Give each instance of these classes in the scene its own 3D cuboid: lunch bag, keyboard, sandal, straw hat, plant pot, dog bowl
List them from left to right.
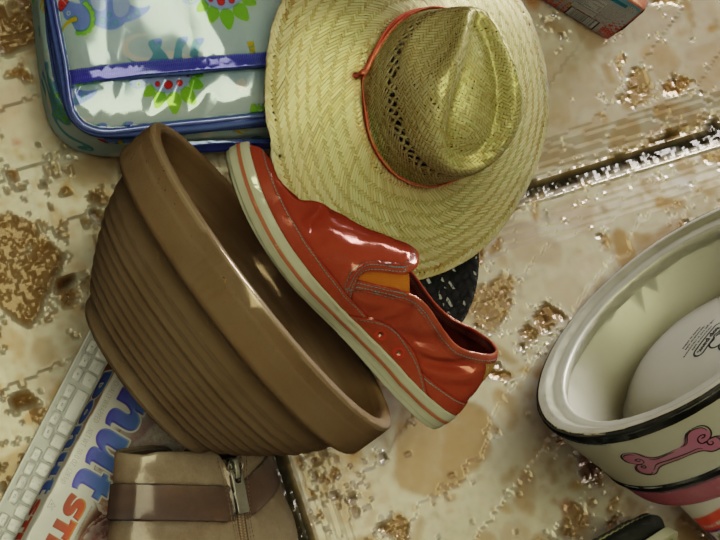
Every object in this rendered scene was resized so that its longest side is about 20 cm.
[{"bbox_3d":[-0.156,0.104,1.210,0.056,0.011,0.201,28,73,-8],"label":"keyboard"},{"bbox_3d":[-0.079,0.029,1.139,0.092,0.201,0.201,-38,90,5],"label":"plant pot"},{"bbox_3d":[-0.086,-0.146,1.246,0.198,0.082,0.162,-4,82,-15],"label":"lunch bag"},{"bbox_3d":[0.035,-0.030,1.278,0.075,0.045,0.201,22,62,-15],"label":"sandal"},{"bbox_3d":[0.047,-0.096,1.199,0.199,0.085,0.203,1,88,-27],"label":"straw hat"},{"bbox_3d":[0.200,0.048,1.229,0.200,0.200,0.074,-45,110,-19],"label":"dog bowl"}]

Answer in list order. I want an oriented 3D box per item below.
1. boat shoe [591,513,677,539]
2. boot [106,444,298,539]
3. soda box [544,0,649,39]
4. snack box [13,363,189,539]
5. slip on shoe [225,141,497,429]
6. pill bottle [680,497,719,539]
[{"bbox_3d":[0.093,0.179,1.233,0.199,0.072,0.068,-23,60,-23],"label":"boat shoe"},{"bbox_3d":[-0.114,0.168,1.153,0.199,0.070,0.148,-11,99,-46],"label":"boot"},{"bbox_3d":[0.093,-0.224,1.319,0.199,0.064,0.069,30,72,-8],"label":"soda box"},{"bbox_3d":[-0.132,0.115,1.199,0.072,0.024,0.201,33,71,-20],"label":"snack box"},{"bbox_3d":[0.000,0.000,1.172,0.061,0.074,0.200,-40,111,9],"label":"slip on shoe"},{"bbox_3d":[0.289,0.159,1.266,0.200,0.111,0.112,43,71,-4],"label":"pill bottle"}]
